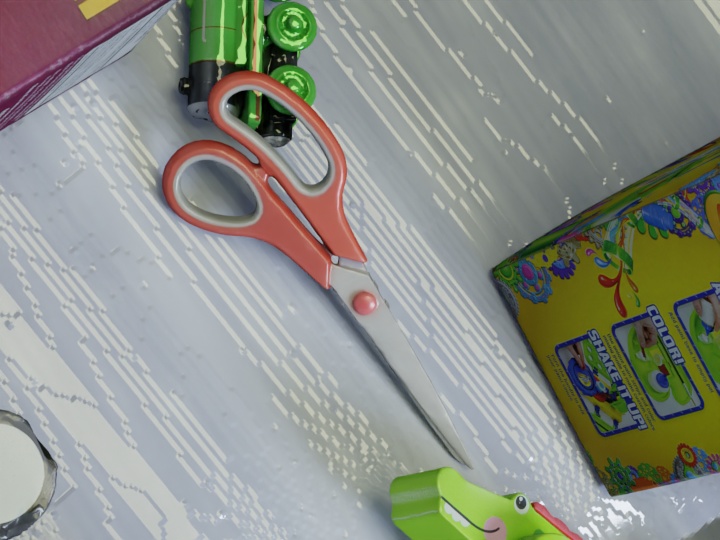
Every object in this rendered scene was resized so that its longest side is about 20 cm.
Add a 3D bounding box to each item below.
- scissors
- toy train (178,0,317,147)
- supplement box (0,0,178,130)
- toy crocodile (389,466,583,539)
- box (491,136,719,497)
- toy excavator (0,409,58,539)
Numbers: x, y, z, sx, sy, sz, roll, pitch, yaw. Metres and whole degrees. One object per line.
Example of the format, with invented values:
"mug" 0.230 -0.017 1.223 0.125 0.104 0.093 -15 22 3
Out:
"scissors" 0.000 0.000 0.966 0.200 0.014 0.073 43 101 -12
"toy train" -0.048 -0.152 0.986 0.056 0.042 0.200 5 76 -15
"supplement box" -0.179 -0.108 0.871 0.200 0.103 0.131 -37 95 -29
"toy crocodile" 0.094 0.146 0.971 0.200 0.067 0.062 40 59 -16
"box" 0.202 -0.010 0.991 0.200 0.193 0.122 -28 91 -29
"toy excavator" -0.236 0.053 0.817 0.200 0.100 0.195 -26 89 -21
